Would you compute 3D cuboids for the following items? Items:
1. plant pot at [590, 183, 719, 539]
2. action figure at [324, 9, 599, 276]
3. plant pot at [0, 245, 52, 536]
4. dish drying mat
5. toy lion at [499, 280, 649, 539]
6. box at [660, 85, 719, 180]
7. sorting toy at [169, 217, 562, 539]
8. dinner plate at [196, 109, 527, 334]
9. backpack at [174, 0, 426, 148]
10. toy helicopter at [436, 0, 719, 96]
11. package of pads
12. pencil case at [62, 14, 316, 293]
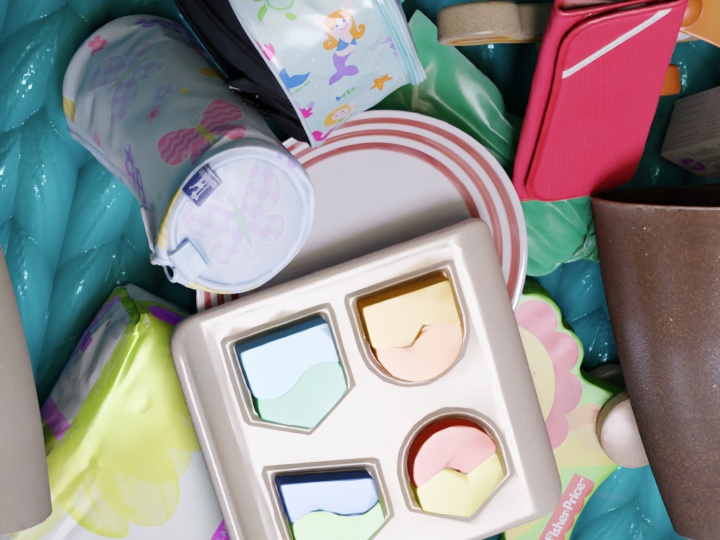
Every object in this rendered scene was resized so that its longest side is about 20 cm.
[{"bbox_3d":[0.228,0.055,1.520,0.187,0.187,0.200,-2,96,-16],"label":"plant pot"},{"bbox_3d":[0.073,-0.055,1.533,0.200,0.055,0.118,32,97,-26],"label":"action figure"},{"bbox_3d":[-0.259,0.034,1.415,0.187,0.187,0.200,0,97,-16],"label":"plant pot"},{"bbox_3d":[0.129,-0.093,1.429,0.077,0.018,0.200,-11,153,-9],"label":"dish drying mat"},{"bbox_3d":[0.077,0.104,1.597,0.191,0.069,0.200,23,103,-16],"label":"toy lion"},{"bbox_3d":[0.244,-0.091,1.492,0.039,0.200,0.042,25,73,-21],"label":"box"},{"bbox_3d":[0.008,0.086,1.478,0.200,0.036,0.185,-20,106,-12],"label":"sorting toy"},{"bbox_3d":[0.000,0.000,1.489,0.200,0.024,0.201,-9,116,-18],"label":"dinner plate"},{"bbox_3d":[-0.038,-0.171,1.356,0.150,0.200,0.178,-27,158,0],"label":"backpack"},{"bbox_3d":[0.132,-0.137,1.444,0.200,0.132,0.079,-5,91,-36],"label":"toy helicopter"},{"bbox_3d":[-0.125,0.123,1.535,0.154,0.068,0.200,26,100,-24],"label":"package of pads"},{"bbox_3d":[-0.096,-0.065,1.400,0.091,0.200,0.083,-47,126,7],"label":"pencil case"}]
